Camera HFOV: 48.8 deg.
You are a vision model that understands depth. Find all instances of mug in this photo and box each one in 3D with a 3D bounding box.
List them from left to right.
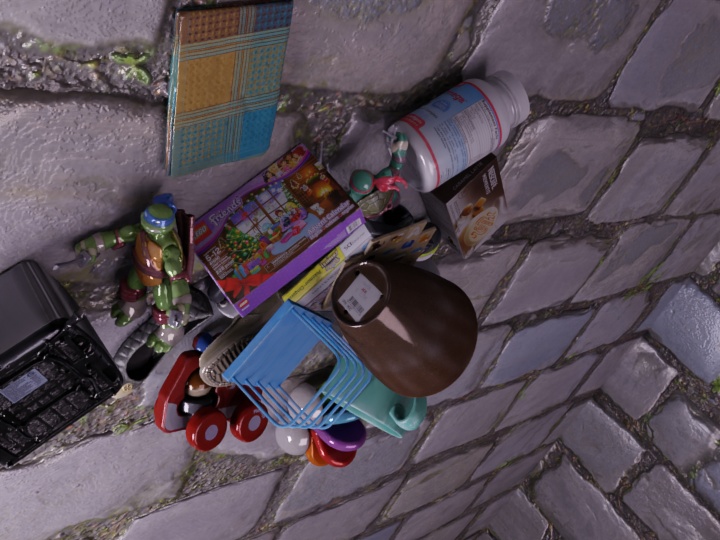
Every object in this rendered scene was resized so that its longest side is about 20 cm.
[{"bbox_3d":[0.041,0.192,1.295,0.116,0.183,0.152,-61,158,-13],"label":"mug"}]

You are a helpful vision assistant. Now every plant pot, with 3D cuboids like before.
[{"bbox_3d":[0.046,0.065,1.126,0.187,0.187,0.200,-45,145,7],"label":"plant pot"}]

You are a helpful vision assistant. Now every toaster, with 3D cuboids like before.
[{"bbox_3d":[-0.384,0.107,0.913,0.199,0.119,0.182,-35,151,-12],"label":"toaster"}]

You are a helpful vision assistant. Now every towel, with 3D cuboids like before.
[{"bbox_3d":[-0.150,-0.204,0.891,0.145,0.022,0.202,-21,142,-35],"label":"towel"}]

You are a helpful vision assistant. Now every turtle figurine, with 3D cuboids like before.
[{"bbox_3d":[-0.268,0.026,0.930,0.141,0.202,0.195,6,140,-9],"label":"turtle figurine"},{"bbox_3d":[0.004,-0.118,1.095,0.147,0.102,0.200,-15,165,3],"label":"turtle figurine"}]

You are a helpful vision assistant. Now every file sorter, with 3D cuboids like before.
[{"bbox_3d":[-0.079,0.147,1.150,0.139,0.122,0.200,-49,162,1],"label":"file sorter"}]

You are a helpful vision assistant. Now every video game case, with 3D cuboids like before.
[{"bbox_3d":[0.000,0.000,1.186,0.180,0.026,0.199,-41,158,21],"label":"video game case"}]

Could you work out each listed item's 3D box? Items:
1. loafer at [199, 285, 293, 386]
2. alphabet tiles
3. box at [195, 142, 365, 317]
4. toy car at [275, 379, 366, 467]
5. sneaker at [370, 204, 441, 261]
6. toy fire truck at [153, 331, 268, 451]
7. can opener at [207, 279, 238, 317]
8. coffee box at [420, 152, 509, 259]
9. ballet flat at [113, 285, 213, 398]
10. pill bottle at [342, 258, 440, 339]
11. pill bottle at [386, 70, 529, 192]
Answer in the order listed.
[{"bbox_3d":[-0.165,0.094,1.186,0.199,0.068,0.076,-39,134,-24],"label":"loafer"},{"bbox_3d":[0.026,-0.003,1.173,0.165,0.006,0.201,-21,157,-29],"label":"alphabet tiles"},{"bbox_3d":[-0.111,-0.055,1.011,0.199,0.137,0.039,-38,151,-8],"label":"box"},{"bbox_3d":[-0.054,0.295,1.522,0.173,0.150,0.202,-12,139,-41],"label":"toy car"},{"bbox_3d":[0.070,-0.064,1.287,0.198,0.074,0.082,-8,132,-48],"label":"sneaker"},{"bbox_3d":[-0.224,0.173,1.228,0.198,0.111,0.171,-1,105,-48],"label":"toy fire truck"},{"bbox_3d":[-0.128,-0.010,1.136,0.199,0.053,0.067,-37,151,-11],"label":"can opener"},{"bbox_3d":[0.173,-0.121,1.322,0.114,0.080,0.200,-42,151,-6],"label":"coffee box"},{"bbox_3d":[-0.282,0.105,1.096,0.200,0.057,0.066,-48,149,9],"label":"ballet flat"},{"bbox_3d":[0.045,0.063,1.370,0.119,0.120,0.202,-8,137,-44],"label":"pill bottle"},{"bbox_3d":[0.144,-0.207,1.148,0.199,0.109,0.109,-33,150,-16],"label":"pill bottle"}]
